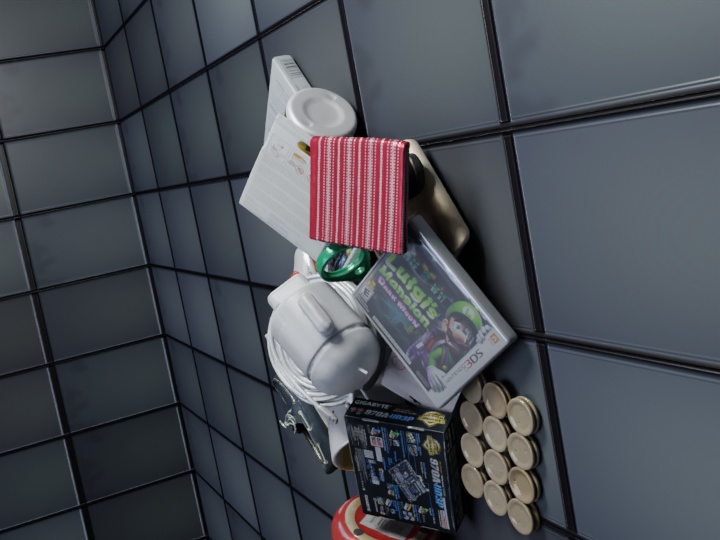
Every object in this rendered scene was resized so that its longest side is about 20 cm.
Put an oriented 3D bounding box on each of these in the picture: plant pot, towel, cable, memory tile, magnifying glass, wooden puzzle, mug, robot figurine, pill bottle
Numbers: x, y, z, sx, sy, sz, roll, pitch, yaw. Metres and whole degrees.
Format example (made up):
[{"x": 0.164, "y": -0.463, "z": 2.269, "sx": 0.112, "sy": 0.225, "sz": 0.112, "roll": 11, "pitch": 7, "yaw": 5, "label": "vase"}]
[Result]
[{"x": 0.038, "y": 0.474, "z": 1.549, "sx": 0.200, "sy": 0.198, "sz": 0.184, "roll": 42, "pitch": 131, "yaw": 54, "label": "plant pot"}, {"x": -0.004, "y": -0.102, "z": 1.255, "sx": 0.199, "sy": 0.022, "sz": 0.146, "roll": 12, "pitch": 105, "yaw": 49, "label": "towel"}, {"x": -0.050, "y": 0.108, "z": 1.473, "sx": 0.199, "sy": 0.069, "sz": 0.202, "roll": 30, "pitch": 103, "yaw": 28, "label": "cable"}, {"x": 0.184, "y": 0.238, "z": 1.266, "sx": 0.153, "sy": 0.017, "sz": 0.202, "roll": 27, "pitch": 127, "yaw": 53, "label": "memory tile"}, {"x": 0.000, "y": 0.000, "z": 1.409, "sx": 0.022, "sy": 0.079, "sz": 0.200, "roll": 58, "pitch": -166, "yaw": 26, "label": "magnifying glass"}, {"x": 0.084, "y": -0.052, "z": 1.329, "sx": 0.186, "sy": 0.046, "sz": 0.201, "roll": 63, "pitch": 149, "yaw": 29, "label": "wooden puzzle"}, {"x": 0.000, "y": 0.233, "z": 1.561, "sx": 0.187, "sy": 0.148, "sz": 0.154, "roll": -55, "pitch": 43, "yaw": 43, "label": "mug"}, {"x": -0.050, "y": 0.096, "z": 1.352, "sx": 0.200, "sy": 0.113, "sz": 0.170, "roll": 46, "pitch": 169, "yaw": 30, "label": "robot figurine"}, {"x": -0.084, "y": -0.180, "z": 1.521, "sx": 0.115, "sy": 0.113, "sz": 0.201, "roll": 62, "pitch": 148, "yaw": 30, "label": "pill bottle"}]

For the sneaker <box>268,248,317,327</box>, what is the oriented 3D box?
[{"x": -0.123, "y": 0.059, "z": 1.793, "sx": 0.067, "sy": 0.107, "sz": 0.204, "roll": -2, "pitch": 101, "yaw": 67, "label": "sneaker"}]

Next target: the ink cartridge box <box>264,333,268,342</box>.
[{"x": -0.074, "y": 0.195, "z": 1.709, "sx": 0.144, "sy": 0.083, "sz": 0.201, "roll": 28, "pitch": 146, "yaw": 59, "label": "ink cartridge box"}]

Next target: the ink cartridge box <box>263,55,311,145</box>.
[{"x": -0.110, "y": -0.239, "z": 1.678, "sx": 0.197, "sy": 0.043, "sz": 0.201, "roll": 58, "pitch": 152, "yaw": 33, "label": "ink cartridge box"}]

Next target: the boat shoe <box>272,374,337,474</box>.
[{"x": -0.095, "y": 0.259, "z": 1.634, "sx": 0.200, "sy": 0.062, "sz": 0.075, "roll": 50, "pitch": 161, "yaw": 15, "label": "boat shoe"}]

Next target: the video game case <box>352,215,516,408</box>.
[{"x": 0.090, "y": 0.058, "z": 1.251, "sx": 0.201, "sy": 0.023, "sz": 0.182, "roll": 52, "pitch": 137, "yaw": 13, "label": "video game case"}]

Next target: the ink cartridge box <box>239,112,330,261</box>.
[{"x": -0.086, "y": -0.132, "z": 1.453, "sx": 0.162, "sy": 0.050, "sz": 0.201, "roll": 36, "pitch": 132, "yaw": 5, "label": "ink cartridge box"}]

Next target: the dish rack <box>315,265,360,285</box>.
[{"x": -0.028, "y": 0.079, "z": 1.665, "sx": 0.171, "sy": 0.043, "sz": 0.202, "roll": 23, "pitch": 125, "yaw": 62, "label": "dish rack"}]

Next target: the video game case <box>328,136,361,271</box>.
[{"x": -0.020, "y": -0.081, "z": 1.513, "sx": 0.200, "sy": 0.023, "sz": 0.184, "roll": 122, "pitch": 150, "yaw": -60, "label": "video game case"}]

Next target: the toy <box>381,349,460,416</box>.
[{"x": 0.107, "y": 0.113, "z": 1.335, "sx": 0.115, "sy": 0.047, "sz": 0.201, "roll": 32, "pitch": 135, "yaw": 18, "label": "toy"}]

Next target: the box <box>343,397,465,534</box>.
[{"x": 0.067, "y": 0.289, "z": 1.411, "sx": 0.157, "sy": 0.046, "sz": 0.202, "roll": 6, "pitch": 123, "yaw": 25, "label": "box"}]

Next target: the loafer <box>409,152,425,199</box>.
[{"x": 0.011, "y": -0.105, "z": 1.312, "sx": 0.200, "sy": 0.071, "sz": 0.074, "roll": -40, "pitch": 62, "yaw": 55, "label": "loafer"}]
